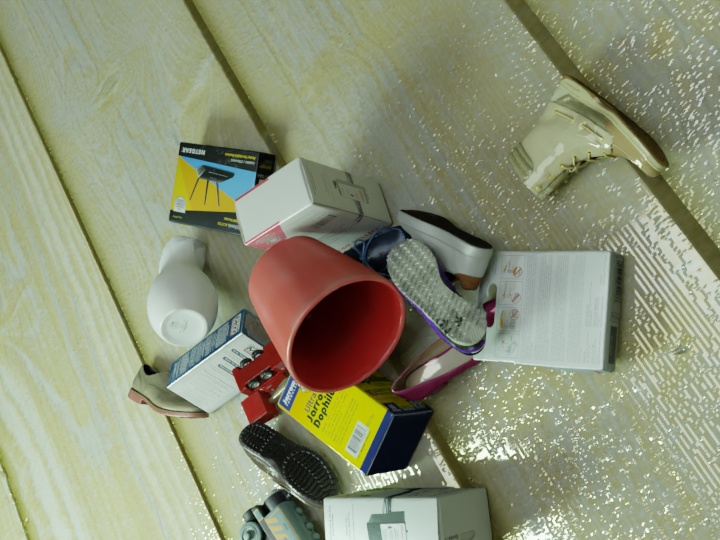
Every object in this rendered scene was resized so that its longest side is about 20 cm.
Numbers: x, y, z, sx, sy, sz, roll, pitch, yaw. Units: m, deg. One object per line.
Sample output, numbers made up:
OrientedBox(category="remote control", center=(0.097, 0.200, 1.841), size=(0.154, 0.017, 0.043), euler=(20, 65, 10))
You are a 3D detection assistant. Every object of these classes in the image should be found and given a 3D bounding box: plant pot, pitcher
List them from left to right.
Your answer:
OrientedBox(category="pitcher", center=(-0.321, 0.060, 1.688), size=(0.200, 0.121, 0.172), euler=(-108, 34, -54))
OrientedBox(category="plant pot", center=(-0.062, 0.050, 1.401), size=(0.177, 0.200, 0.201), euler=(43, 111, 43))

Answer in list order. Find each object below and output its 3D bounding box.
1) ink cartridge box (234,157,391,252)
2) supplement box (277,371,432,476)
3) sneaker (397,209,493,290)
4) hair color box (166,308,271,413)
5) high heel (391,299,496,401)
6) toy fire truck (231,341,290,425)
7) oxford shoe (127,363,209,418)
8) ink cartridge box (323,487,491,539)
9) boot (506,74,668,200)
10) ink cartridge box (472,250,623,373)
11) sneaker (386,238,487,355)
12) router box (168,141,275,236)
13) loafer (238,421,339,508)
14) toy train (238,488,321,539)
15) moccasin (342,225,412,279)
OrientedBox(category="ink cartridge box", center=(-0.071, -0.088, 1.482), size=(0.146, 0.200, 0.083), euler=(-30, 66, 31))
OrientedBox(category="supplement box", center=(-0.010, 0.211, 1.469), size=(0.200, 0.109, 0.110), euler=(32, 106, 33))
OrientedBox(category="sneaker", center=(0.111, -0.030, 1.407), size=(0.200, 0.073, 0.085), euler=(38, 120, 52))
OrientedBox(category="hair color box", center=(-0.228, 0.157, 1.633), size=(0.200, 0.100, 0.061), euler=(-35, 33, 29))
OrientedBox(category="high heel", center=(0.128, 0.114, 1.383), size=(0.200, 0.096, 0.067), euler=(-45, 63, 25))
OrientedBox(category="toy fire truck", center=(-0.133, 0.172, 1.563), size=(0.200, 0.141, 0.049), euler=(-36, 58, 12))
OrientedBox(category="oxford shoe", center=(-0.350, 0.221, 1.743), size=(0.200, 0.070, 0.075), euler=(13, 89, 35))
OrientedBox(category="ink cartridge box", center=(0.068, 0.360, 1.378), size=(0.200, 0.146, 0.083), euler=(-9, 80, 34))
OrientedBox(category="boot", center=(0.301, -0.150, 1.291), size=(0.200, 0.073, 0.156), euler=(49, 113, 30))
OrientedBox(category="ink cartridge box", center=(0.258, 0.055, 1.320), size=(0.200, 0.050, 0.163), euler=(0, 82, 40))
OrientedBox(category="sneaker", center=(0.107, 0.046, 1.349), size=(0.069, 0.100, 0.200), euler=(-35, 60, -4))
OrientedBox(category="router box", center=(-0.249, -0.145, 1.706), size=(0.200, 0.051, 0.150), euler=(11, 95, 36))
OrientedBox(category="loafer", center=(-0.113, 0.324, 1.572), size=(0.200, 0.071, 0.073), euler=(35, 62, 26))
OrientedBox(category="toy train", center=(-0.114, 0.451, 1.549), size=(0.114, 0.085, 0.200), euler=(-45, 59, 10))
OrientedBox(category="moccasin", center=(0.000, 0.000, 1.503), size=(0.200, 0.068, 0.081), euler=(-41, 64, 27))
